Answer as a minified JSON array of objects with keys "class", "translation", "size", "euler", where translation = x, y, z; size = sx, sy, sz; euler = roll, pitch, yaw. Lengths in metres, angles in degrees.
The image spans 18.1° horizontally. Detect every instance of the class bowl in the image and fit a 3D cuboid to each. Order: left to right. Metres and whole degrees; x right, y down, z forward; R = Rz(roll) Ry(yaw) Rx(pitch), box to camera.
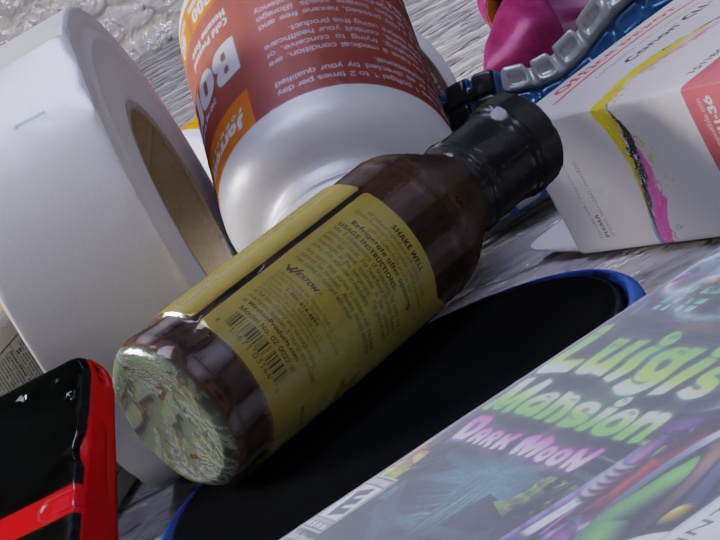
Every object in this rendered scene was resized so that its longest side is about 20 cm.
[{"class":"bowl","translation":[0.019,0.064,0.759],"size":[0.200,0.039,0.201],"euler":[-30,12,7]}]

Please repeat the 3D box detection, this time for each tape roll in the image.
[{"class":"tape roll","translation":[-0.103,-0.011,0.969],"size":[0.071,0.203,0.202],"euler":[-28,12,7]}]

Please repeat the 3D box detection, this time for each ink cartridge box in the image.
[{"class":"ink cartridge box","translation":[0.145,-0.068,0.920],"size":[0.116,0.068,0.200],"euler":[-37,13,-26]}]

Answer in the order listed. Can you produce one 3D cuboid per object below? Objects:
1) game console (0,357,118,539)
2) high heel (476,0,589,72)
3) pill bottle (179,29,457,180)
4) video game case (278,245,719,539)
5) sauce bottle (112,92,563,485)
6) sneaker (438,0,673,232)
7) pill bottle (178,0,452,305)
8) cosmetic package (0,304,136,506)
[{"class":"game console","translation":[-0.173,0.133,0.817],"size":[0.200,0.031,0.177],"euler":[-27,35,15]},{"class":"high heel","translation":[0.087,-0.148,1.398],"size":[0.096,0.068,0.200],"euler":[-22,23,-12]},{"class":"pill bottle","translation":[-0.039,-0.048,1.184],"size":[0.109,0.109,0.200],"euler":[-17,18,49]},{"class":"video game case","translation":[0.074,0.042,0.541],"size":[0.182,0.023,0.200],"euler":[-32,9,-14]},{"class":"sauce bottle","translation":[0.000,0.000,0.820],"size":[0.200,0.065,0.065],"euler":[-37,14,-32]},{"class":"sneaker","translation":[0.107,-0.075,1.088],"size":[0.200,0.075,0.087],"euler":[-34,-22,17]},{"class":"pill bottle","translation":[-0.016,-0.062,1.035],"size":[0.112,0.112,0.200],"euler":[-28,42,10]},{"class":"cosmetic package","translation":[-0.152,0.065,1.019],"size":[0.071,0.105,0.200],"euler":[-27,11,18]}]
